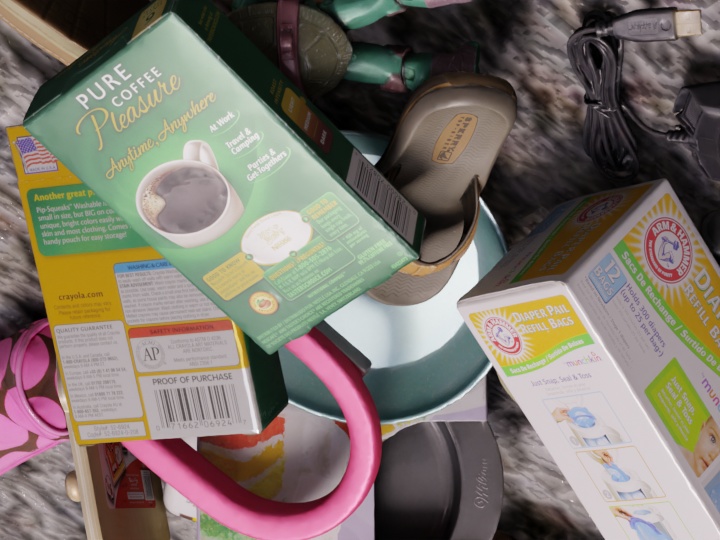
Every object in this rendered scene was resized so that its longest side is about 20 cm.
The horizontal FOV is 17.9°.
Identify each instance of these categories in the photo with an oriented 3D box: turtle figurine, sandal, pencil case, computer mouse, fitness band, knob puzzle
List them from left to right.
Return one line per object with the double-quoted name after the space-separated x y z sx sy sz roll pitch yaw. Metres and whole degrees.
-0.263 0.108 1.624 0.200 0.091 0.094 -28 87 41 "pencil case"
-0.174 0.081 1.495 0.030 0.220 0.220 -11 134 8 "knob puzzle"
-0.076 0.080 1.417 0.200 0.037 0.144 39 110 3 "fitness band"
-0.034 -0.135 1.277 0.198 0.101 0.150 0 141 7 "turtle figurine"
0.042 -0.034 1.303 0.081 0.055 0.200 4 144 -20 "sandal"
0.212 -0.100 1.273 0.199 0.046 0.141 8 144 27 "computer mouse"

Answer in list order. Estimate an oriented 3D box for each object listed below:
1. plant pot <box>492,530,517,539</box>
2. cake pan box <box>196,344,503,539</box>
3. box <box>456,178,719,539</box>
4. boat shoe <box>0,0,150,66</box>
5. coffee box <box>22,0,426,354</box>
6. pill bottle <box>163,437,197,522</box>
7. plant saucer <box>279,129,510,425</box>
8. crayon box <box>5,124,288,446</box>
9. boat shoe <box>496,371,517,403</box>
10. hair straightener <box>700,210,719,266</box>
0.108 0.310 1.581 0.200 0.187 0.187 38 160 46 "plant pot"
-0.008 0.140 1.482 0.198 0.186 0.052 1 175 -1 "cake pan box"
0.167 0.062 1.356 0.101 0.112 0.201 -13 115 53 "box"
-0.141 -0.122 1.341 0.199 0.072 0.064 31 136 -17 "boat shoe"
-0.072 -0.054 1.250 0.123 0.044 0.200 -34 115 31 "coffee box"
-0.027 0.140 1.562 0.199 0.110 0.110 17 139 0 "pill bottle"
0.000 0.000 1.420 0.199 0.036 0.201 5 116 11 "plant saucer"
-0.125 -0.001 1.359 0.125 0.052 0.201 -5 106 21 "crayon box"
0.179 0.100 1.478 0.200 0.075 0.068 37 141 -21 "boat shoe"
0.297 -0.007 1.347 0.199 0.041 0.077 11 139 6 "hair straightener"
